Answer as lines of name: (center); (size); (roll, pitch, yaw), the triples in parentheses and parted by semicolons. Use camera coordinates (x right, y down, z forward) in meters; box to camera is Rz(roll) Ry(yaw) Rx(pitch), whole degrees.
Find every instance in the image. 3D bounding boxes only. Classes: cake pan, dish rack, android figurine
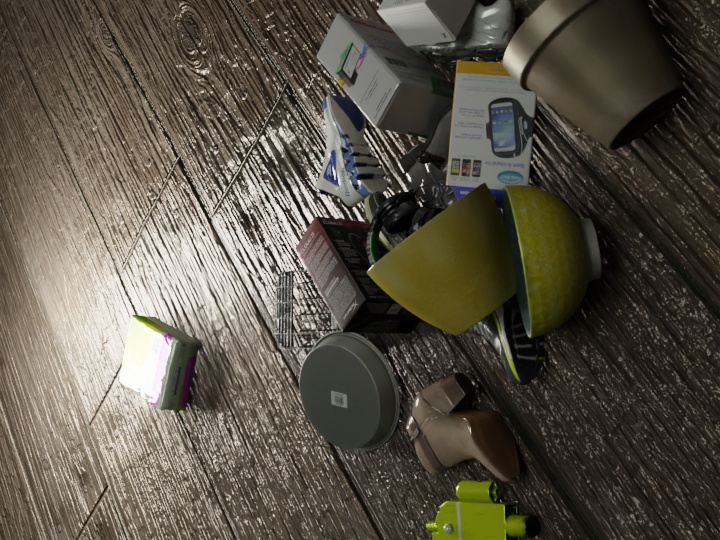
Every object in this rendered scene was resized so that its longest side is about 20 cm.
cake pan: (-0.025, 0.200, 1.729); (0.198, 0.037, 0.203); (12, 109, 37)
dish rack: (-0.078, 0.067, 1.832); (0.199, 0.054, 0.156); (-5, 82, 50)
android figurine: (0.170, 0.394, 1.532); (0.198, 0.041, 0.185); (-8, 81, 46)

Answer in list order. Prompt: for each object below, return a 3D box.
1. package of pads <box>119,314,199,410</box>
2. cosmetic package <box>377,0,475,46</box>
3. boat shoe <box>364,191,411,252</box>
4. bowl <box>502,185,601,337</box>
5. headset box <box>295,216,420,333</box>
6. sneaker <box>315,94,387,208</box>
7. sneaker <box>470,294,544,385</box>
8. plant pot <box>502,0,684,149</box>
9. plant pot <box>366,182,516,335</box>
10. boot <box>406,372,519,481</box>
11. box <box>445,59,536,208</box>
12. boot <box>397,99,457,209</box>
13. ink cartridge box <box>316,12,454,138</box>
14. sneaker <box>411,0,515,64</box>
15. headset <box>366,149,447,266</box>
package of pads: (-0.415, 0.192, 2.191); (0.199, 0.068, 0.157); (21, 101, 48)
cosmetic package: (0.122, -0.433, 1.561); (0.107, 0.085, 0.202); (4, 59, 47)
boat shoe: (0.073, -0.050, 1.662); (0.066, 0.071, 0.202); (-43, 57, 26)
bowl: (0.255, -0.020, 1.400); (0.106, 0.200, 0.203); (-10, 76, 4)
headset box: (0.000, 0.000, 1.675); (0.075, 0.147, 0.201); (-54, 52, 30)
sneaker: (-0.037, -0.187, 1.784); (0.115, 0.080, 0.202); (-37, 62, 38)
sneaker: (0.196, 0.077, 1.514); (0.081, 0.073, 0.202); (-50, 45, 41)
plant pot: (0.306, -0.255, 1.338); (0.200, 0.199, 0.174); (-46, 70, 35)
plant pot: (0.128, 0.000, 1.430); (0.200, 0.200, 0.143); (-38, 87, 40)
boot: (0.143, 0.253, 1.562); (0.147, 0.070, 0.201); (-55, 48, 38)
box: (0.186, -0.191, 1.515); (0.117, 0.041, 0.203); (6, 93, 8)
boot: (0.148, -0.161, 1.595); (0.200, 0.069, 0.133); (-50, 59, 42)
ink cartridge box: (0.044, -0.300, 1.652); (0.201, 0.144, 0.084); (54, 124, 36)
sneaker: (0.156, -0.365, 1.596); (0.198, 0.077, 0.101); (7, 84, 41)
headset: (0.074, -0.077, 1.573); (0.123, 0.094, 0.202); (30, 102, 29)
